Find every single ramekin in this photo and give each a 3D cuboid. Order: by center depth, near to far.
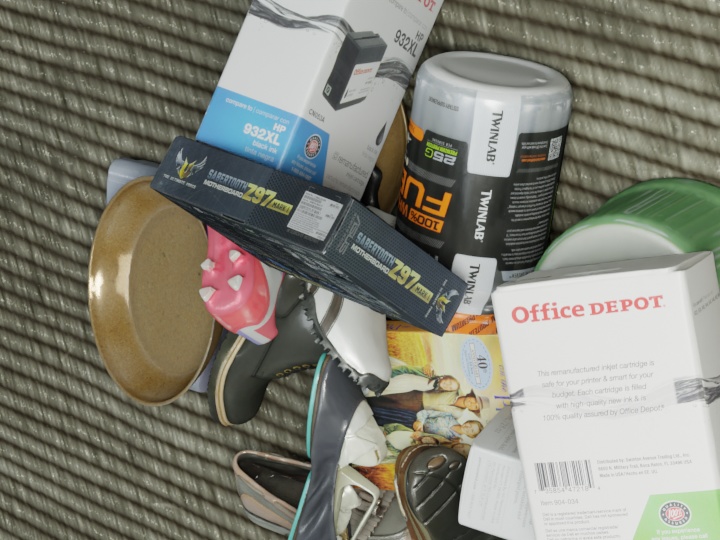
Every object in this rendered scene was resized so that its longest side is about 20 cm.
[{"bbox_3d":[0.219,0.038,1.503,0.199,0.098,0.201,11,108,35],"label":"ramekin"}]

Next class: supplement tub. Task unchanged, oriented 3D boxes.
[{"bbox_3d":[0.091,-0.059,1.560,0.122,0.122,0.201,20,113,32],"label":"supplement tub"}]

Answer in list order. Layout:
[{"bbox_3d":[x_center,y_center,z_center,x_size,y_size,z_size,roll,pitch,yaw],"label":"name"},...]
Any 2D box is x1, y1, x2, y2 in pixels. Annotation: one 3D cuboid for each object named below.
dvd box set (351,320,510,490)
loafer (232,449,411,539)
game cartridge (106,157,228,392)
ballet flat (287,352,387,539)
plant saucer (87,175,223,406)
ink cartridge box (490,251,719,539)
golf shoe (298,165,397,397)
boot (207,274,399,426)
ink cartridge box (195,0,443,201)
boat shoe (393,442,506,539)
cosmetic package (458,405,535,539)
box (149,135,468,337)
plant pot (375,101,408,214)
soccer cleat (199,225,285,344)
[{"bbox_3d":[0.074,0.113,1.646,0.199,0.029,0.147,1,110,26],"label":"dvd box set"},{"bbox_3d":[-0.032,0.200,1.744,0.199,0.072,0.063,8,138,38],"label":"loafer"},{"bbox_3d":[-0.174,0.006,1.833,0.133,0.040,0.201,12,109,30],"label":"game cartridge"},{"bbox_3d":[-0.014,0.160,1.652,0.073,0.073,0.201,24,117,30],"label":"ballet flat"},{"bbox_3d":[-0.172,0.018,1.765,0.200,0.035,0.201,3,94,50],"label":"plant saucer"},{"bbox_3d":[0.186,0.095,1.415,0.145,0.084,0.201,-7,97,28],"label":"ink cartridge box"},{"bbox_3d":[0.000,0.000,1.614,0.094,0.078,0.201,-28,63,20],"label":"golf shoe"},{"bbox_3d":[-0.049,0.080,1.741,0.138,0.077,0.200,27,130,11],"label":"boot"},{"bbox_3d":[-0.027,-0.163,1.562,0.084,0.145,0.201,22,88,28],"label":"ink cartridge box"},{"bbox_3d":[0.081,0.227,1.639,0.074,0.075,0.201,20,131,66],"label":"boat shoe"},{"bbox_3d":[0.184,0.175,1.538,0.199,0.102,0.074,14,111,16],"label":"cosmetic package"},{"bbox_3d":[-0.039,-0.026,1.501,0.200,0.158,0.051,22,80,43],"label":"box"},{"bbox_3d":[-0.035,-0.116,1.701,0.199,0.027,0.201,10,108,34],"label":"plant pot"},{"bbox_3d":[-0.092,-0.033,1.670,0.066,0.076,0.201,-16,49,23],"label":"soccer cleat"}]
